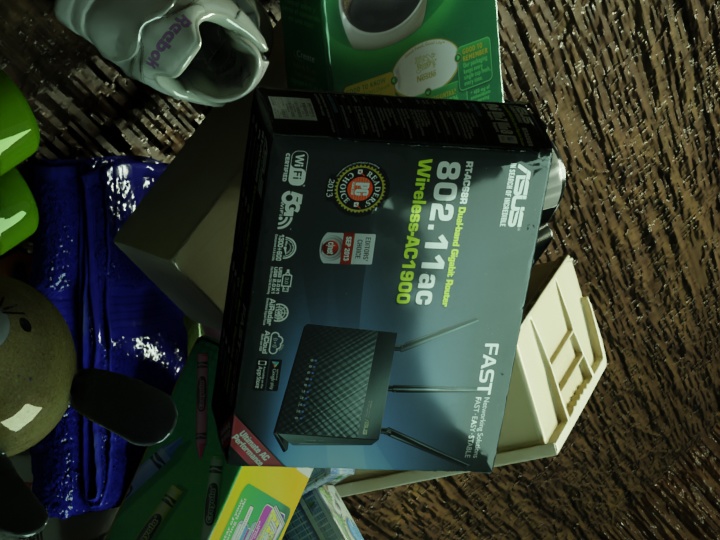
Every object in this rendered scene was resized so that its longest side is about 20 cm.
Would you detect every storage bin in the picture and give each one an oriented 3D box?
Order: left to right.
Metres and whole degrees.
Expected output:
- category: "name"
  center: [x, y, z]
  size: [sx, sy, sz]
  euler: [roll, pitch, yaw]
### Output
- category: "storage bin"
  center: [0.056, 0.073, 1.931]
  size: [0.199, 0.094, 0.199]
  euler: [-13, -167, 20]

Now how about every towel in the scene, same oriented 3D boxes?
- category: "towel"
  center: [-0.133, 0.036, 1.519]
  size: [0.147, 0.049, 0.202]
  euler: [-4, 96, -64]

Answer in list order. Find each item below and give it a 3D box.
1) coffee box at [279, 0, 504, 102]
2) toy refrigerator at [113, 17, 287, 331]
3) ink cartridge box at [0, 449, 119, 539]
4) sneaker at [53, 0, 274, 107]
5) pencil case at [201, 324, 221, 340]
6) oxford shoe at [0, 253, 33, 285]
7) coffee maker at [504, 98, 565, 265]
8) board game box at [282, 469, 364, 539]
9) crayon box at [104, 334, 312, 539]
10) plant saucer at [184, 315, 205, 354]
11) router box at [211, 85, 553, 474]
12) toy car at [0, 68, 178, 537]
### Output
- category: "coffee box"
  center: [0.015, -0.148, 1.428]
  size: [0.122, 0.044, 0.201]
  euler: [-23, 120, -32]
- category: "toy refrigerator"
  center: [-0.042, -0.067, 1.487]
  size: [0.076, 0.070, 0.201]
  euler: [46, 73, -35]
- category: "ink cartridge box"
  center: [-0.202, 0.193, 1.614]
  size: [0.083, 0.146, 0.202]
  euler: [-15, 104, -54]
- category: "sneaker"
  center: [-0.084, -0.111, 1.388]
  size: [0.075, 0.099, 0.200]
  euler: [-53, 162, 10]
- category: "pencil case"
  center: [0.000, 0.000, 1.596]
  size: [0.199, 0.088, 0.087]
  euler: [-19, 166, 11]
- category: "oxford shoe"
  center: [-0.191, 0.035, 1.580]
  size: [0.073, 0.072, 0.200]
  euler: [-26, 162, 13]
- category: "coffee maker"
  center: [0.020, -0.022, 1.831]
  size: [0.192, 0.135, 0.199]
  euler: [-25, 177, 42]
- category: "board game box"
  center: [-0.066, 0.155, 1.665]
  size: [0.199, 0.201, 0.062]
  euler: [-32, 170, 10]
- category: "crayon box"
  center: [-0.092, 0.149, 1.528]
  size: [0.201, 0.058, 0.119]
  euler: [-65, 161, -7]
- category: "plant saucer"
  center: [-0.031, 0.025, 1.689]
  size: [0.048, 0.198, 0.201]
  euler: [-91, -179, -56]
- category: "router box"
  center: [0.009, 0.008, 1.413]
  size: [0.149, 0.062, 0.201]
  euler: [2, 118, -14]
- category: "toy car"
  center: [-0.190, 0.032, 1.317]
  size: [0.164, 0.200, 0.158]
  euler: [-36, 162, -23]
